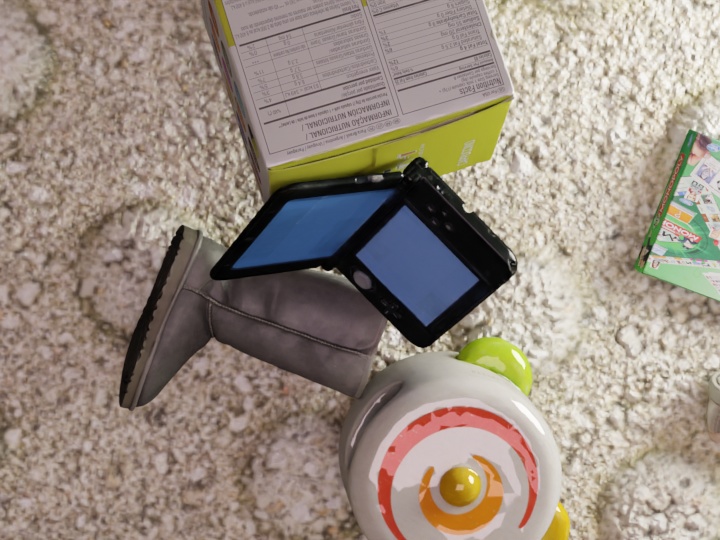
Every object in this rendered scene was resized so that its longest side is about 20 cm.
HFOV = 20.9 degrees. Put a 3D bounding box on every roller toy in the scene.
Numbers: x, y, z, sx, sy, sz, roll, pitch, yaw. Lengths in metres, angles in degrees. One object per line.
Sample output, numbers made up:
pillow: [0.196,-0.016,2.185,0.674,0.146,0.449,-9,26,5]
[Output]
roller toy: [0.077,0.172,1.683,0.182,0.140,0.200,-13,102,-4]

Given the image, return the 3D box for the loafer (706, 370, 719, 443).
loafer: [0.409,0.127,1.760,0.200,0.072,0.063,3,116,-1]

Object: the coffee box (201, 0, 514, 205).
coffee box: [-0.007,-0.170,1.555,0.200,0.200,0.198,-17,79,-5]

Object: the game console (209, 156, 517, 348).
game console: [0.000,0.000,1.570,0.176,0.200,0.116,46,61,0]

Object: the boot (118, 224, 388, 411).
boot: [-0.091,0.067,1.688,0.200,0.073,0.182,23,97,-17]

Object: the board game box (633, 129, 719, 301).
board game box: [0.360,-0.029,1.739,0.200,0.029,0.135,20,98,-10]
